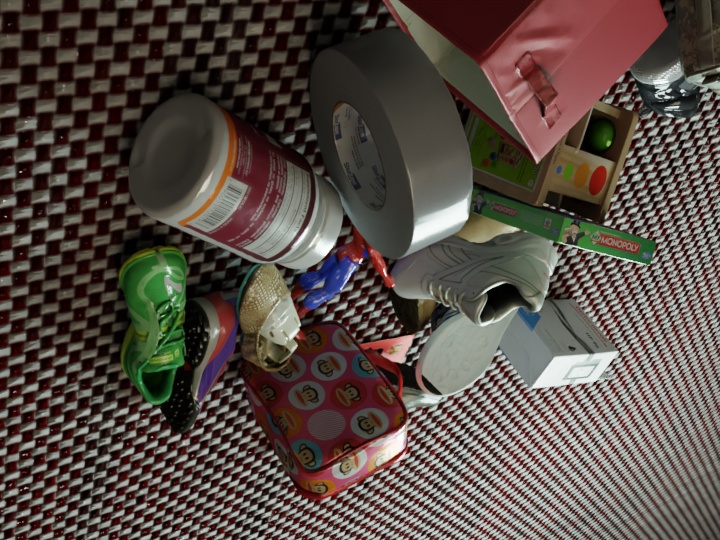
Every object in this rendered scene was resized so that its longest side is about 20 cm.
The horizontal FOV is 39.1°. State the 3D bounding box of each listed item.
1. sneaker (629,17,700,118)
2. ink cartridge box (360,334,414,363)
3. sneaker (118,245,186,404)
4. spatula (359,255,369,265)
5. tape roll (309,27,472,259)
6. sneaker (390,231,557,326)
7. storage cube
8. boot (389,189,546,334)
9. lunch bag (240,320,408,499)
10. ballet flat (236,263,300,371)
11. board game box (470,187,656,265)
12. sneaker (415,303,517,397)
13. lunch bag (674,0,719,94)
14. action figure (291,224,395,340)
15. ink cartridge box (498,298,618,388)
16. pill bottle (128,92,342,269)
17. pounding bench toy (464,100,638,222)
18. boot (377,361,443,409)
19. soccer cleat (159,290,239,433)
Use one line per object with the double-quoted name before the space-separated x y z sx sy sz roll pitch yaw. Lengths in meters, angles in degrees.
"sneaker" 0.416 -0.260 1.239 0.197 0.076 0.114 -28 145 -4
"ink cartridge box" -0.009 0.184 1.384 0.159 0.050 0.202 -8 137 -36
"sneaker" -0.203 0.057 1.036 0.073 0.084 0.202 -16 139 -27
"spatula" 0.013 -0.074 1.134 0.055 0.021 0.202 -14 140 -21
"tape roll" 0.025 -0.117 0.941 0.065 0.201 0.202 -23 143 -19
"sneaker" 0.117 0.015 1.125 0.196 0.101 0.078 -8 138 28
"storage cube" 0.144 -0.243 0.913 0.180 0.200 0.171 -45 144 2
"boot" 0.137 -0.018 1.270 0.197 0.066 0.177 -23 143 -23
"lunch bag" -0.033 0.152 1.195 0.174 0.201 0.083 -24 139 -17
"ballet flat" -0.092 0.055 1.072 0.071 0.065 0.201 -51 170 -19
"board game box" 0.213 -0.053 1.131 0.132 0.199 0.030 12 98 -29
"sneaker" 0.117 0.093 1.311 0.201 0.081 0.146 -49 -173 -26
"lunch bag" 0.403 -0.294 1.079 0.166 0.138 0.205 -2 87 -41
"action figure" 0.000 0.000 1.142 0.098 0.066 0.200 21 124 -33
"ink cartridge box" 0.298 0.105 1.503 0.197 0.117 0.068 0 133 -42
"pill bottle" -0.109 -0.075 0.946 0.114 0.115 0.199 -46 144 13
"pounding bench toy" 0.220 -0.174 1.109 0.154 0.123 0.204 7 104 -46
"boot" 0.011 0.192 1.351 0.197 0.068 0.133 7 115 -33
"soccer cleat" -0.175 0.105 1.136 0.072 0.068 0.202 -21 143 -42
